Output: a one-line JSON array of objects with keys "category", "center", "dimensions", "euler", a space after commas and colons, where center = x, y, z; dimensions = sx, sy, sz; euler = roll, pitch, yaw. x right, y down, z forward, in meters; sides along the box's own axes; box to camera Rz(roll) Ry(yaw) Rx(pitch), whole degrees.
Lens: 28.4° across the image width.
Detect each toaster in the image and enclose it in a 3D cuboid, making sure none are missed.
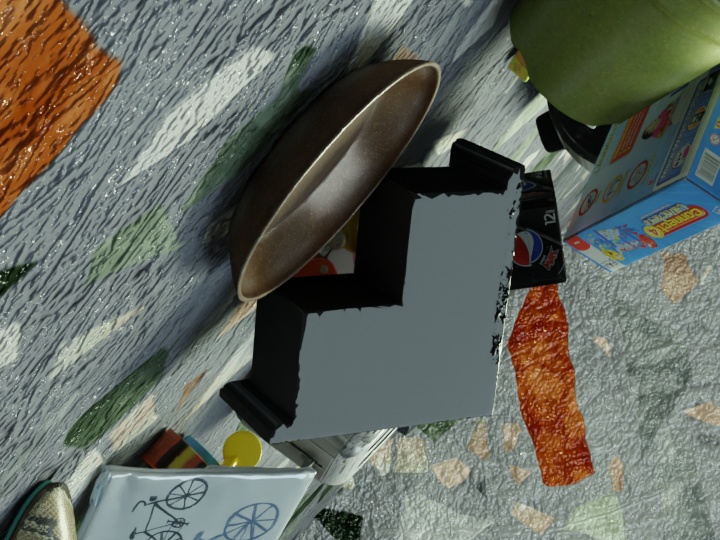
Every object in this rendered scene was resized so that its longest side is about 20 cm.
[{"category": "toaster", "center": [-0.016, 0.111, 1.381], "dimensions": [0.200, 0.129, 0.114], "euler": [-43, 170, -35]}]

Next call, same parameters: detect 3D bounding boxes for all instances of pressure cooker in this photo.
[{"category": "pressure cooker", "center": [0.286, -0.182, 1.491], "dimensions": [0.180, 0.174, 0.200], "euler": [-66, 170, 3]}]

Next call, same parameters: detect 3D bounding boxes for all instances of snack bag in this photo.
[{"category": "snack bag", "center": [-0.156, 0.226, 1.189], "dimensions": [0.198, 0.022, 0.190], "euler": [5, 130, -33]}]

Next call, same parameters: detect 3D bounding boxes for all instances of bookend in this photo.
[{"category": "bookend", "center": [0.008, 0.011, 1.063], "dimensions": [0.198, 0.092, 0.201], "euler": [-5, 110, -29]}]

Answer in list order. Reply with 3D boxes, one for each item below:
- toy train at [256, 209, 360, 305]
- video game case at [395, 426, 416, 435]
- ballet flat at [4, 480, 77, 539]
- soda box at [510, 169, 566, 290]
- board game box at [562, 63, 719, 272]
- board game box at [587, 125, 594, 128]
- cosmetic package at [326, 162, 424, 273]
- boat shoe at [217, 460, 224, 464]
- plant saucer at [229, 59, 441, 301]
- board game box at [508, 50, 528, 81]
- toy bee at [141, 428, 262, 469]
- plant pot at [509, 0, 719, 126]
[{"category": "toy train", "center": [0.008, 0.003, 1.152], "dimensions": [0.198, 0.056, 0.152], "euler": [14, 101, -35]}, {"category": "video game case", "center": [0.038, 0.095, 1.532], "dimensions": [0.200, 0.142, 0.019], "euler": [-37, 149, -52]}, {"category": "ballet flat", "center": [-0.241, 0.239, 1.012], "dimensions": [0.201, 0.075, 0.068], "euler": [-54, 169, 22]}, {"category": "soda box", "center": [0.141, -0.038, 1.229], "dimensions": [0.062, 0.072, 0.200], "euler": [-8, -170, 7]}, {"category": "board game box", "center": [0.269, -0.116, 1.181], "dimensions": [0.202, 0.056, 0.196], "euler": [-64, -168, -21]}, {"category": "board game box", "center": [0.255, -0.250, 1.304], "dimensions": [0.201, 0.064, 0.148], "euler": [-55, 176, -21]}, {"category": "cosmetic package", "center": [0.000, 0.000, 1.258], "dimensions": [0.201, 0.051, 0.082], "euler": [-53, 172, 18]}, {"category": "boat shoe", "center": [-0.196, 0.265, 1.390], "dimensions": [0.092, 0.075, 0.200], "euler": [-31, -171, 42]}, {"category": "plant saucer", "center": [-0.024, -0.067, 0.932], "dimensions": [0.201, 0.037, 0.201], "euler": [-48, 170, -11]}, {"category": "board game box", "center": [0.197, -0.256, 1.237], "dimensions": [0.096, 0.030, 0.200], "euler": [-44, 172, -36]}, {"category": "toy bee", "center": [-0.132, 0.199, 1.261], "dimensions": [0.131, 0.109, 0.200], "euler": [-50, 170, 6]}, {"category": "plant pot", "center": [0.216, -0.213, 1.083], "dimensions": [0.200, 0.201, 0.184], "euler": [-40, 179, -43]}]
